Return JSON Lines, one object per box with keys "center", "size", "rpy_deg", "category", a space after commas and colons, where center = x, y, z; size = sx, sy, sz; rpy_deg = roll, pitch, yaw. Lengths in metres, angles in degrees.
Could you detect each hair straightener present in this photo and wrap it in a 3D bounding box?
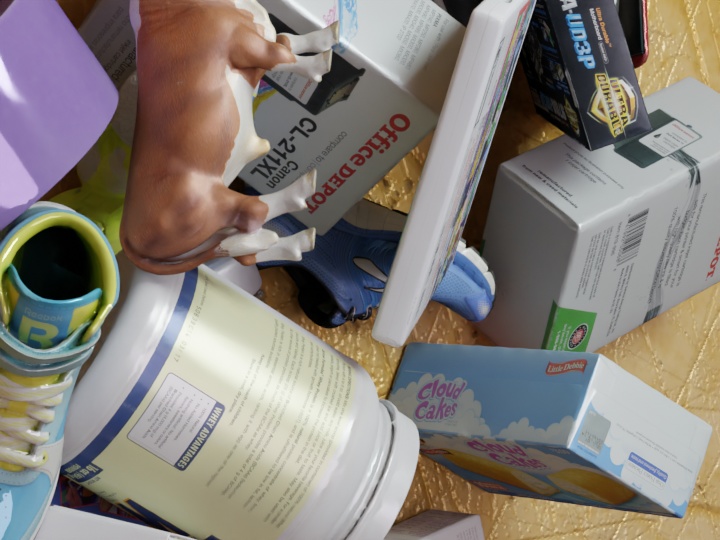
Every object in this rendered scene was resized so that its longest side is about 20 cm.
{"center": [0.177, -0.251, 1.509], "size": [0.076, 0.041, 0.202], "rpy_deg": [4, 87, -36], "category": "hair straightener"}

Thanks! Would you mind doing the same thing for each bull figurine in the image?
{"center": [-0.077, -0.096, 1.124], "size": [0.120, 0.065, 0.202], "rpy_deg": [7, 94, 3], "category": "bull figurine"}

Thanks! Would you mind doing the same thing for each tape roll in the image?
{"center": [-0.234, -0.074, 1.111], "size": [0.200, 0.199, 0.085], "rpy_deg": [-47, 116, -27], "category": "tape roll"}

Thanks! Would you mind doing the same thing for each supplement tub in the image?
{"center": [-0.080, 0.089, 1.198], "size": [0.199, 0.145, 0.146], "rpy_deg": [33, 71, -18], "category": "supplement tub"}

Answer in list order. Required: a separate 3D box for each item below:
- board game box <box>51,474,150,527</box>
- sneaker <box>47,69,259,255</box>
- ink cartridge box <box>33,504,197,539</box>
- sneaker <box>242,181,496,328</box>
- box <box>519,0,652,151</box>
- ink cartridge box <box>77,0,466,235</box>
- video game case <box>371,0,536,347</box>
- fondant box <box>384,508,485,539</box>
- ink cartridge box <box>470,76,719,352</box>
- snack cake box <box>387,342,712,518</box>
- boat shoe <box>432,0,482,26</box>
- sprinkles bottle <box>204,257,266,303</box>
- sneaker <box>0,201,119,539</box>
{"center": [-0.170, 0.194, 1.252], "size": [0.134, 0.045, 0.202], "rpy_deg": [6, 86, -36], "category": "board game box"}
{"center": [-0.111, -0.061, 1.238], "size": [0.105, 0.200, 0.076], "rpy_deg": [9, 46, -52], "category": "sneaker"}
{"center": [-0.199, 0.197, 1.136], "size": [0.084, 0.198, 0.146], "rpy_deg": [46, 55, -73], "category": "ink cartridge box"}
{"center": [0.000, 0.000, 1.368], "size": [0.199, 0.078, 0.090], "rpy_deg": [21, 85, -26], "category": "sneaker"}
{"center": [0.133, -0.174, 1.388], "size": [0.046, 0.200, 0.160], "rpy_deg": [-18, 102, -1], "category": "box"}
{"center": [-0.052, -0.135, 1.237], "size": [0.199, 0.146, 0.083], "rpy_deg": [35, 46, -12], "category": "ink cartridge box"}
{"center": [0.059, -0.072, 1.230], "size": [0.023, 0.182, 0.201], "rpy_deg": [19, 108, 6], "category": "video game case"}
{"center": [0.005, 0.260, 1.373], "size": [0.199, 0.058, 0.145], "rpy_deg": [-19, 101, -35], "category": "fondant box"}
{"center": [0.181, -0.032, 1.447], "size": [0.199, 0.083, 0.147], "rpy_deg": [-25, 141, -34], "category": "ink cartridge box"}
{"center": [0.119, 0.104, 1.368], "size": [0.115, 0.199, 0.068], "rpy_deg": [31, 73, -32], "category": "snack cake box"}
{"center": [0.047, -0.205, 1.400], "size": [0.060, 0.075, 0.201], "rpy_deg": [-38, 123, -29], "category": "boat shoe"}
{"center": [-0.067, 0.085, 1.313], "size": [0.068, 0.068, 0.201], "rpy_deg": [-31, 108, -32], "category": "sprinkles bottle"}
{"center": [-0.176, 0.058, 1.044], "size": [0.079, 0.130, 0.202], "rpy_deg": [11, 84, -14], "category": "sneaker"}
